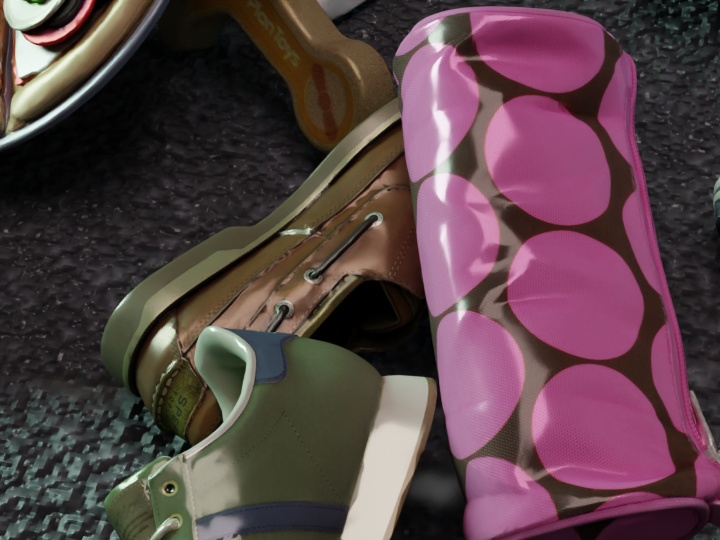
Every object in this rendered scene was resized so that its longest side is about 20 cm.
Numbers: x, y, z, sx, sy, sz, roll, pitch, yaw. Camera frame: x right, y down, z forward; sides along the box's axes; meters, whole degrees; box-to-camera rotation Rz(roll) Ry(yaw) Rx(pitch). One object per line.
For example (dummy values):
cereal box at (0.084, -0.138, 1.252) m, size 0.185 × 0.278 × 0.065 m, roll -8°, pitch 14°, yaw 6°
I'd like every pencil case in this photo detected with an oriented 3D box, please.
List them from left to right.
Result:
pencil case at (0.069, 0.003, 0.700) m, size 0.093 × 0.091 × 0.201 m, roll -13°, pitch 68°, yaw 9°

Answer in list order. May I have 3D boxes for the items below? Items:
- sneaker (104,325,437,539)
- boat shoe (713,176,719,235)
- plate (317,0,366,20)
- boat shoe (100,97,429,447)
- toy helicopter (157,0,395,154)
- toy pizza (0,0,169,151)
sneaker at (-0.044, 0.100, 0.645) m, size 0.089 × 0.067 × 0.201 m, roll 24°, pitch 52°, yaw -4°
boat shoe at (0.182, 0.030, 0.733) m, size 0.093 × 0.075 × 0.200 m, roll -49°, pitch 41°, yaw -8°
plate at (-0.021, -0.216, 0.991) m, size 0.200 × 0.032 × 0.199 m, roll 35°, pitch 55°, yaw 29°
boat shoe at (0.000, 0.000, 0.766) m, size 0.200 × 0.072 × 0.068 m, roll -39°, pitch 62°, yaw -20°
toy helicopter at (-0.044, -0.134, 0.852) m, size 0.079 × 0.132 × 0.200 m, roll -12°, pitch 56°, yaw -45°
toy pizza at (-0.150, -0.139, 0.846) m, size 0.199 × 0.032 × 0.201 m, roll -16°, pitch 58°, yaw 27°
